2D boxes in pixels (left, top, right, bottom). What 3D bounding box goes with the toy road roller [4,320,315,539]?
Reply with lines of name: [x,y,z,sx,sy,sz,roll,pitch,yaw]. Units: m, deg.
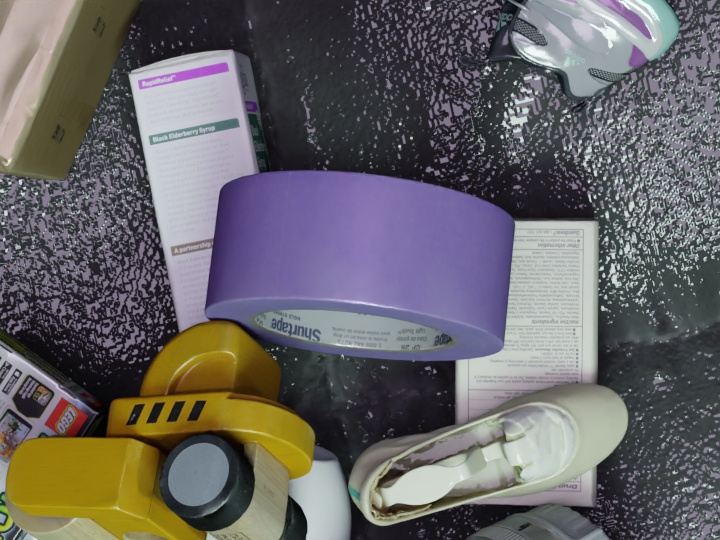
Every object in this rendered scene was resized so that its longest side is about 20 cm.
toy road roller: [-0.126,0.117,1.529,0.199,0.123,0.147,-4,63,22]

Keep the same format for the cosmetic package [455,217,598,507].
cosmetic package: [0.117,0.063,1.624,0.103,0.073,0.202,2,93,4]

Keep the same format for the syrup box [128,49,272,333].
syrup box: [-0.102,-0.052,1.631,0.081,0.079,0.202,-10,92,5]

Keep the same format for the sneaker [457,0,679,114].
sneaker: [0.114,-0.200,1.612,0.140,0.078,0.200,-40,89,4]

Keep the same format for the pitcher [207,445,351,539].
pitcher: [-0.064,0.225,1.598,0.121,0.171,0.202,10,95,-30]

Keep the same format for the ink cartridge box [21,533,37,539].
ink cartridge box: [-0.211,0.229,1.646,0.145,0.086,0.202,5,93,4]

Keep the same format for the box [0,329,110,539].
box: [-0.275,0.148,1.591,0.110,0.035,0.201,35,95,5]

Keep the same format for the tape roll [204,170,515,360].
tape roll: [0.000,0.000,1.510,0.198,0.200,0.086,7,79,3]

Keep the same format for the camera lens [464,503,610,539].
camera lens: [0.084,0.268,1.540,0.199,0.160,0.161,-29,90,-26]

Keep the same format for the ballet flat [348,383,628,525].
ballet flat: [0.088,0.129,1.561,0.199,0.069,0.070,-19,91,5]

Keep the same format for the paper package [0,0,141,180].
paper package: [-0.232,-0.163,1.574,0.103,0.200,0.192,24,93,2]
